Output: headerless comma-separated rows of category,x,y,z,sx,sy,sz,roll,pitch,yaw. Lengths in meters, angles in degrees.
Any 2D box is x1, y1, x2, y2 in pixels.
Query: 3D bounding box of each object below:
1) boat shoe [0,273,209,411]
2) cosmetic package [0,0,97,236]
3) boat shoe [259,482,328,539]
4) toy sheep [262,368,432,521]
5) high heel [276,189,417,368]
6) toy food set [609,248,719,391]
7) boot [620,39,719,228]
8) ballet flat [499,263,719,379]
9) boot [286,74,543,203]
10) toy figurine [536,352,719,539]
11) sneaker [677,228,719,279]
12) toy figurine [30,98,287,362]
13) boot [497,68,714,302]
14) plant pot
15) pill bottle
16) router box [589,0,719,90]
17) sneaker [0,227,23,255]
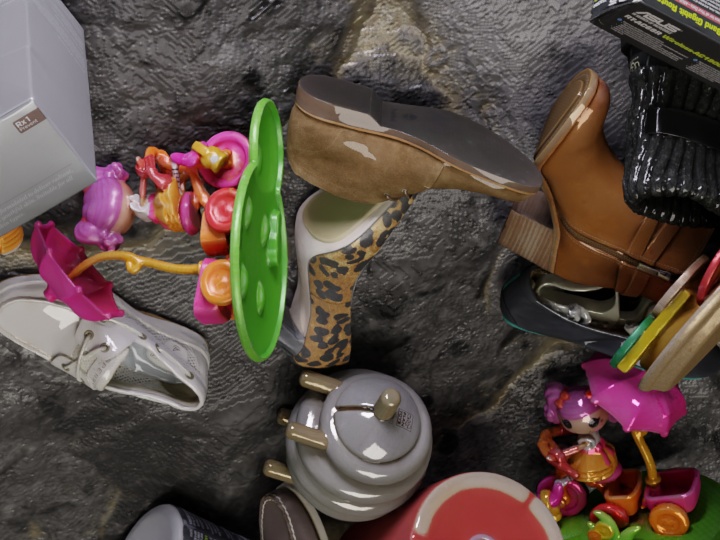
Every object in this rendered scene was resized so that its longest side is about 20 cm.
boat shoe,-0.208,0.062,1.673,0.199,0.070,0.071,19,125,-24
cosmetic package,-0.248,-0.119,1.426,0.106,0.201,0.090,-27,130,12
boat shoe,-0.060,0.287,1.796,0.059,0.072,0.201,-11,93,-34
toy sheep,-0.004,0.144,1.745,0.137,0.139,0.200,2,159,-13
high heel,0.000,0.000,1.673,0.200,0.072,0.142,-35,135,20
toy food set,0.278,0.014,1.606,0.049,0.198,0.200,43,111,11
boot,0.289,-0.109,1.568,0.210,0.159,0.079,3,159,-16
ballet flat,0.215,0.038,1.720,0.199,0.073,0.073,16,126,-4
boot,0.039,-0.083,1.578,0.199,0.074,0.076,18,116,1
toy figurine,0.219,0.149,1.815,0.199,0.150,0.185,-2,120,22
sneaker,0.273,-0.032,1.702,0.104,0.060,0.200,-40,130,15
toy figurine,-0.159,-0.032,1.572,0.183,0.201,0.150,0,167,12
boot,0.205,-0.058,1.621,0.154,0.077,0.201,22,131,2
plant pot,0.080,0.270,1.788,0.199,0.202,0.177,6,153,-17
pill bottle,-0.115,0.293,1.862,0.199,0.107,0.106,30,118,-30
router box,0.269,-0.213,1.490,0.199,0.151,0.062,23,161,-27
sneaker,-0.350,-0.059,1.547,0.199,0.078,0.078,2,116,-18
